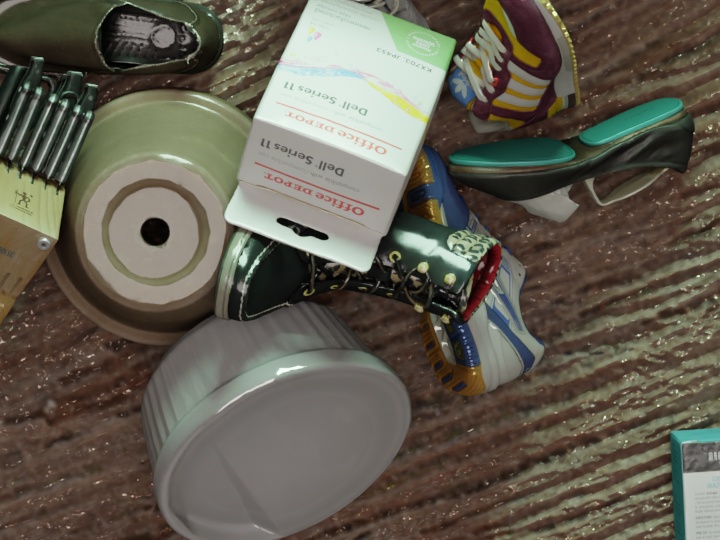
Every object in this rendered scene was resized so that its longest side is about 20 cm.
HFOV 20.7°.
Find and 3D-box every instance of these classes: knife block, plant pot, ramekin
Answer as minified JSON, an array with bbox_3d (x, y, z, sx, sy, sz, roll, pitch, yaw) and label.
[{"bbox_3d":[-0.264,-0.056,1.444,0.064,0.176,0.200,26,123,-21],"label":"knife block"},{"bbox_3d":[-0.149,-0.034,1.455,0.200,0.175,0.201,0,97,-2],"label":"plant pot"},{"bbox_3d":[-0.072,0.108,1.471,0.202,0.202,0.094,-33,53,1],"label":"ramekin"}]

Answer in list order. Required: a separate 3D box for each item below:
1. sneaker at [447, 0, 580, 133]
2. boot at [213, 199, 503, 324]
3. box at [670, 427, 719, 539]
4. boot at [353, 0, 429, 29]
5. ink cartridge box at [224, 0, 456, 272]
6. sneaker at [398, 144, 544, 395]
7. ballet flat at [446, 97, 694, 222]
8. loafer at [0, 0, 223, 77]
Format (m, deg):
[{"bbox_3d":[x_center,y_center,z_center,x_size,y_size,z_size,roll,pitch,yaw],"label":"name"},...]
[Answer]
[{"bbox_3d":[0.106,-0.154,1.446,0.090,0.200,0.075,-25,65,2],"label":"sneaker"},{"bbox_3d":[0.001,-0.002,1.402,0.154,0.204,0.074,20,118,19],"label":"boot"},{"bbox_3d":[0.293,0.226,1.562,0.082,0.049,0.200,-4,96,-3],"label":"box"},{"bbox_3d":[-0.003,-0.209,1.481,0.074,0.096,0.200,-35,96,1],"label":"boot"},{"bbox_3d":[-0.013,-0.102,1.400,0.117,0.200,0.067,20,136,0],"label":"ink cartridge box"},{"bbox_3d":[0.080,-0.005,1.528,0.088,0.075,0.200,-15,88,-30],"label":"sneaker"},{"bbox_3d":[0.166,-0.076,1.512,0.200,0.068,0.068,-14,111,-8],"label":"ballet flat"},{"bbox_3d":[-0.204,-0.183,1.487,0.200,0.071,0.073,-2,96,-2],"label":"loafer"}]
